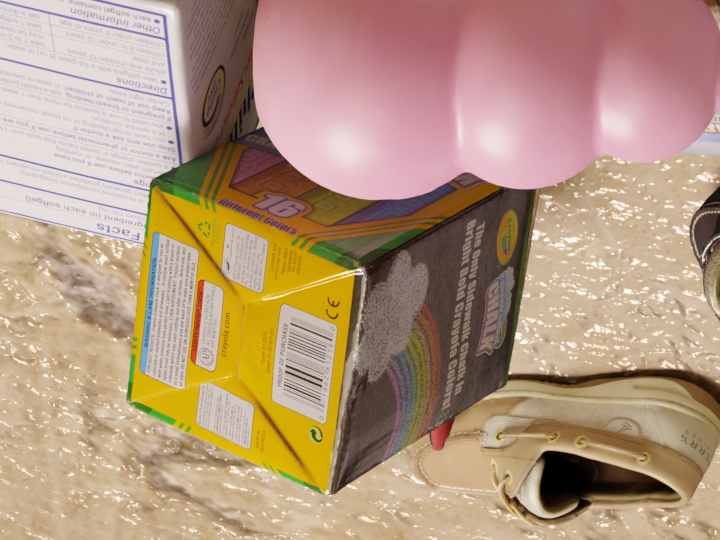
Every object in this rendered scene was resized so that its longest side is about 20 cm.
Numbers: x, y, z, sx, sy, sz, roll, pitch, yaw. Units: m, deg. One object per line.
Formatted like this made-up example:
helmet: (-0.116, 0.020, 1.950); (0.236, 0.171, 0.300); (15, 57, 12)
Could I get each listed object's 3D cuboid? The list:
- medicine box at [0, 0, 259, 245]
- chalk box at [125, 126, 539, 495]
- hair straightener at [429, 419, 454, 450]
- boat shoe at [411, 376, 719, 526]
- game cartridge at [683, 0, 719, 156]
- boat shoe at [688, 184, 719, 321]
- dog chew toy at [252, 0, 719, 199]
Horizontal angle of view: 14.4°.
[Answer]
medicine box: (-0.149, -0.116, 1.343); (0.182, 0.103, 0.200); (13, 147, 10)
chalk box: (0.000, 0.000, 1.358); (0.124, 0.200, 0.125); (22, 119, 27)
hair straightener: (0.008, 0.020, 1.511); (0.077, 0.041, 0.200); (11, 143, 14)
boat shoe: (0.104, 0.103, 1.562); (0.200, 0.066, 0.074); (-12, 136, 40)
game cartridge: (0.147, -0.104, 1.264); (0.199, 0.042, 0.133); (7, 141, 20)
boat shoe: (0.183, -0.004, 1.287); (0.200, 0.065, 0.073); (-162, 50, -76)
dog chew toy: (0.058, -0.088, 1.201); (0.199, 0.125, 0.125); (4, 145, 9)
